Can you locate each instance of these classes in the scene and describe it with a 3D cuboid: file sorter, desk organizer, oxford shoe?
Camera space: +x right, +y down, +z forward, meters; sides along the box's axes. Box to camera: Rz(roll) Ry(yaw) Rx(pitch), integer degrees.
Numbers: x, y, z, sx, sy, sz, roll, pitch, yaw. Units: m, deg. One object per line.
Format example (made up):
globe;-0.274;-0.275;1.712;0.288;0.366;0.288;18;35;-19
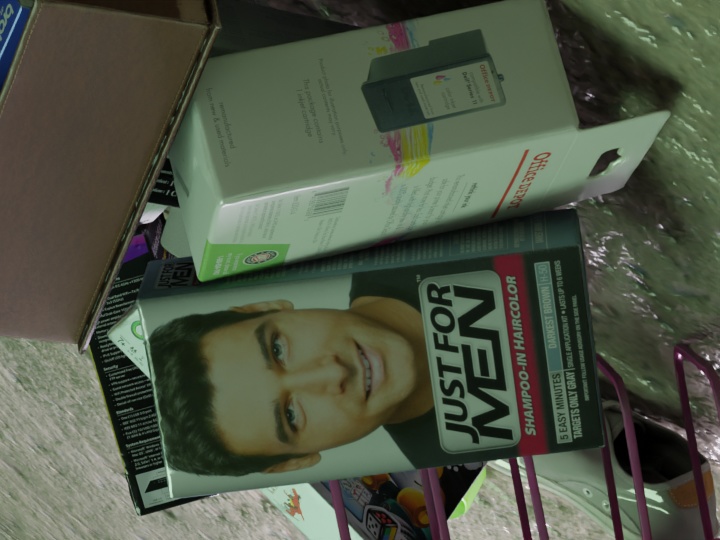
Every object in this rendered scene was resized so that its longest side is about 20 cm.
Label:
file sorter;0.083;0.115;1.444;0.139;0.200;0.126;-117;16;-84
desk organizer;-0.129;-0.060;1.249;0.077;0.072;0.200;7;135;-21
oxford shoe;0.118;0.090;1.617;0.200;0.075;0.058;30;128;36

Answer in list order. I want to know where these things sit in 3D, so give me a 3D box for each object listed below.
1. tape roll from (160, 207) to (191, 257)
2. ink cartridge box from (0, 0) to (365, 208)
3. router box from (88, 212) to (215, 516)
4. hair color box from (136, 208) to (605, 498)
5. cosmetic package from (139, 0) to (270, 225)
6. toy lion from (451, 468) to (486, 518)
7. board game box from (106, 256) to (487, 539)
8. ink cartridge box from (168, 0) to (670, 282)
tape roll;0.000;0.000;1.481;0.202;0.037;0.203;18;-175;-2
ink cartridge box;-0.082;-0.077;1.338;0.200;0.094;0.044;10;-142;-27
router box;-0.120;0.041;1.664;0.200;0.051;0.149;-107;2;-81
hair color box;0.006;0.038;1.343;0.061;0.200;0.099;-82;-16;-72
cosmetic package;-0.111;-0.070;1.479;0.200;0.082;0.051;-40;72;56
toy lion;-0.006;0.084;1.777;0.200;0.069;0.192;35;161;-14
board game box;-0.027;0.064;1.562;0.200;0.126;0.035;46;131;-6
ink cartridge box;0.023;-0.060;1.284;0.117;0.200;0.067;113;144;-71
